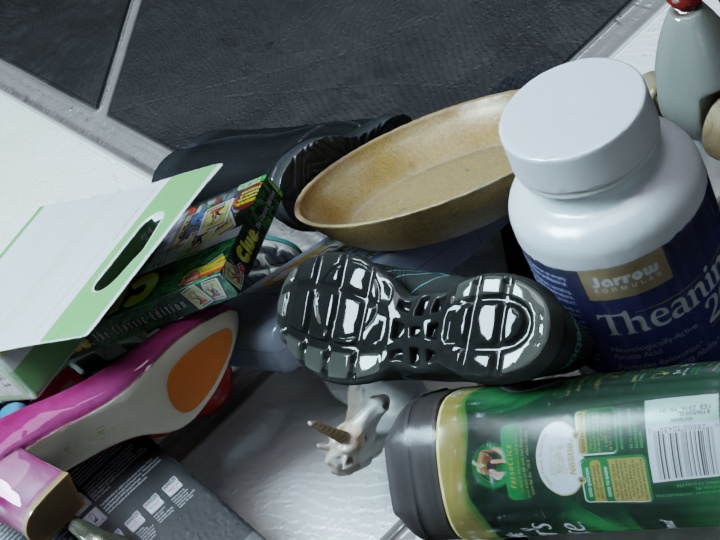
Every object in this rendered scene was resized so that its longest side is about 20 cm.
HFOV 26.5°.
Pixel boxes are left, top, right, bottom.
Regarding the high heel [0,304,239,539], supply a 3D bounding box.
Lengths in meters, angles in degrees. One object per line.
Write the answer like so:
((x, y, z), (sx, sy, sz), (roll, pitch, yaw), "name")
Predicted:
((-0.164, 0.078, 0.925), (0.096, 0.067, 0.200), (22, 57, 33), "high heel")

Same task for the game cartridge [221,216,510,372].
((0.000, 0.000, 1.007), (0.200, 0.042, 0.133), (-34, 12, -25), "game cartridge")

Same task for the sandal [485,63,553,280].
((0.122, -0.057, 1.057), (0.075, 0.045, 0.200), (-19, 54, 21), "sandal")

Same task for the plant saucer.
((0.056, -0.060, 0.976), (0.200, 0.035, 0.200), (-20, 19, 7), "plant saucer")

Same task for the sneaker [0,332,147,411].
((-0.244, 0.064, 1.088), (0.200, 0.074, 0.089), (-24, 61, 4), "sneaker")

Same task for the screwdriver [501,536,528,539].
((0.005, 0.191, 0.860), (0.200, 0.028, 0.029), (-21, 11, 5), "screwdriver")

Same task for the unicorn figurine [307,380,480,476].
((0.019, 0.068, 0.953), (0.137, 0.074, 0.200), (-34, 13, -10), "unicorn figurine")

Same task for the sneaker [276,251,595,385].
((0.039, 0.036, 0.867), (0.200, 0.079, 0.076), (8, 86, 38), "sneaker")

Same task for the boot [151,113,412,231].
((-0.081, -0.071, 1.129), (0.200, 0.066, 0.165), (2, 17, 36), "boot")

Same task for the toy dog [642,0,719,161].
((0.237, -0.163, 1.003), (0.096, 0.200, 0.132), (-33, 61, -31), "toy dog")

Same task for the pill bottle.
((0.149, -0.018, 0.863), (0.111, 0.200, 0.111), (-17, 40, 15), "pill bottle")

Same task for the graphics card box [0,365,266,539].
((-0.153, 0.163, 0.928), (0.200, 0.051, 0.125), (35, 69, 29), "graphics card box")

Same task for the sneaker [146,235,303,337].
((-0.127, -0.001, 1.123), (0.200, 0.078, 0.080), (-6, 32, 24), "sneaker")

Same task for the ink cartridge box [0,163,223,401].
((-0.168, 0.011, 0.921), (0.200, 0.048, 0.146), (-7, 40, 45), "ink cartridge box")

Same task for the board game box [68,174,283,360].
((-0.146, 0.007, 0.980), (0.200, 0.023, 0.105), (-21, 33, 29), "board game box")

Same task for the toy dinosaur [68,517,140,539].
((-0.106, 0.184, 0.803), (0.102, 0.077, 0.200), (-17, 16, -18), "toy dinosaur")

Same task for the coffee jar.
((0.118, 0.100, 0.831), (0.200, 0.104, 0.086), (-8, 88, 25), "coffee jar")

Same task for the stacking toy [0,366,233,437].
((-0.181, 0.102, 1.040), (0.200, 0.085, 0.085), (-27, 38, -4), "stacking toy")
